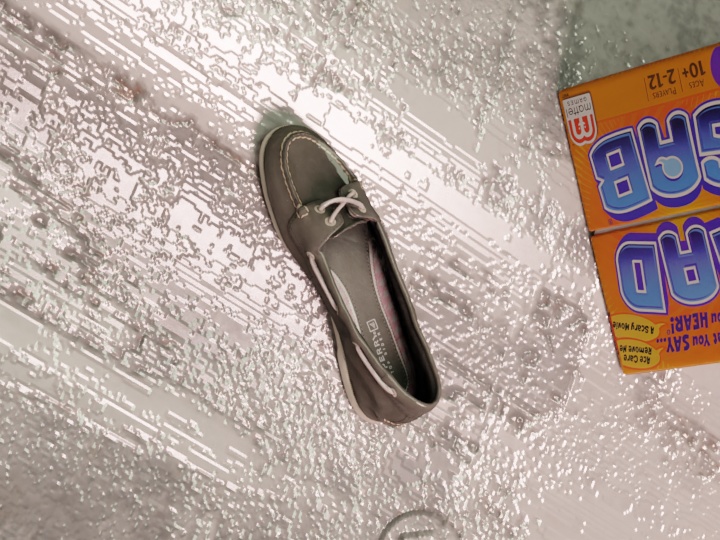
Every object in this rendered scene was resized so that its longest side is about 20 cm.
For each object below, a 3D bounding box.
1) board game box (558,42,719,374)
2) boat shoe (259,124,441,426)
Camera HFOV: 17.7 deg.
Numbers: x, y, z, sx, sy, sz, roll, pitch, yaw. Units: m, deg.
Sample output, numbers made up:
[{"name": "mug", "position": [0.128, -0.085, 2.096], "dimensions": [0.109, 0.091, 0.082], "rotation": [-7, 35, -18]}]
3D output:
[{"name": "board game box", "position": [0.288, -0.057, 1.551], "dimensions": [0.199, 0.199, 0.202], "rotation": [-13, 90, -34]}, {"name": "boat shoe", "position": [0.000, 0.000, 1.432], "dimensions": [0.067, 0.057, 0.202], "rotation": [-26, 99, -34]}]
